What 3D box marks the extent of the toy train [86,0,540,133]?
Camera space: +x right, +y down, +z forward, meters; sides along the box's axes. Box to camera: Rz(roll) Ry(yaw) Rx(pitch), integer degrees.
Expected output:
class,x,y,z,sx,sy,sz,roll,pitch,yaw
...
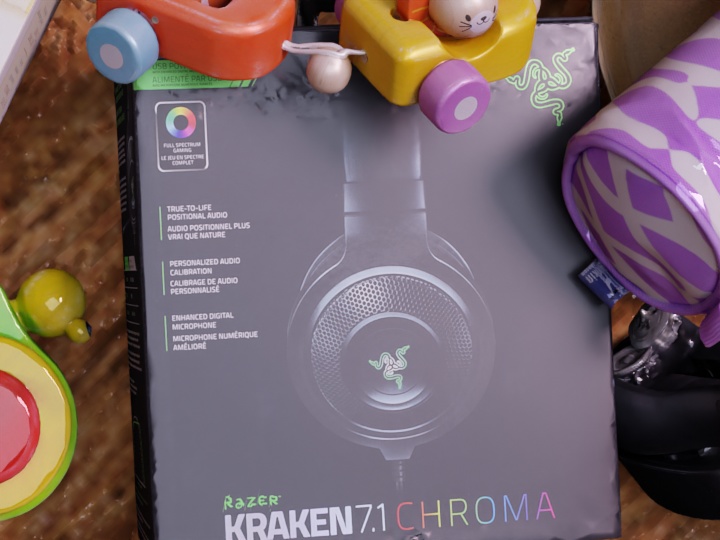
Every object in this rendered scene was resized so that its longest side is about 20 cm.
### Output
class,x,y,z,sx,sy,sz,roll,pitch,yaw
toy train,0.002,-0.120,0.696,0.149,0.056,0.200,27,45,20

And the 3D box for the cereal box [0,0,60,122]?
class,x,y,z,sx,sy,sz,roll,pitch,yaw
cereal box,-0.141,-0.062,0.693,0.039,0.144,0.201,26,85,-9

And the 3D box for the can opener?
class,x,y,z,sx,sy,sz,roll,pitch,yaw
can opener,0.150,0.046,0.723,0.079,0.200,0.064,46,67,-16

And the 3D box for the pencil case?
class,x,y,z,sx,sy,sz,roll,pitch,yaw
pencil case,0.159,-0.065,0.700,0.200,0.084,0.085,-41,74,-17

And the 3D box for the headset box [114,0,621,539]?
class,x,y,z,sx,sy,sz,roll,pitch,yaw
headset box,0.000,0.000,0.744,0.172,0.093,0.202,-2,90,-11

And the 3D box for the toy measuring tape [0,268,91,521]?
class,x,y,z,sx,sy,sz,roll,pitch,yaw
toy measuring tape,-0.160,0.086,0.729,0.073,0.074,0.201,39,84,-8

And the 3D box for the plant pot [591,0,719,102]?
class,x,y,z,sx,sy,sz,roll,pitch,yaw
plant pot,0.181,-0.093,0.771,0.198,0.027,0.202,2,78,-10
